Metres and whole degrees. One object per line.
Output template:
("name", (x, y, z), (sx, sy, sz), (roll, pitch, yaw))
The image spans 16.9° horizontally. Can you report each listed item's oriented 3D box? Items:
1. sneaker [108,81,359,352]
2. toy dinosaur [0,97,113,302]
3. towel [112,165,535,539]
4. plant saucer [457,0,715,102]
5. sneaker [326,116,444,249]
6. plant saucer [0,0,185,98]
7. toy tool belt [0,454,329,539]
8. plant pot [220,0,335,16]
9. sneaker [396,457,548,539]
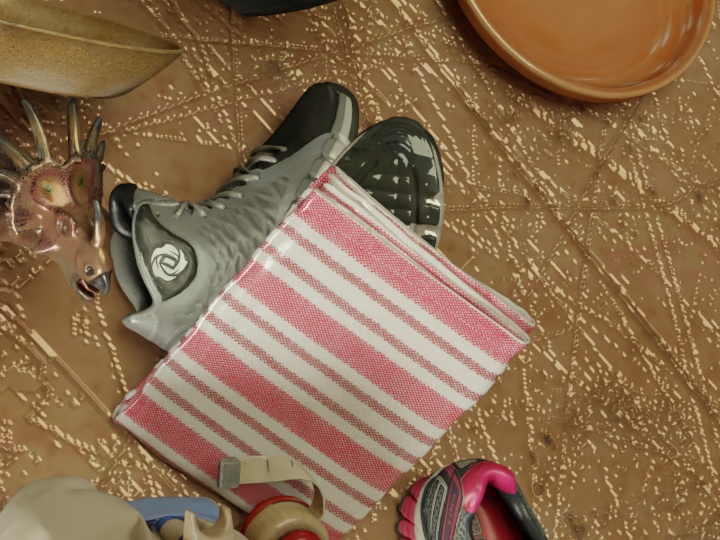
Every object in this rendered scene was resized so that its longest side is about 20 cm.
("sneaker", (-0.079, -0.041, 1.373), (0.115, 0.075, 0.200), (26, 63, -14))
("toy dinosaur", (-0.209, -0.063, 1.276), (0.200, 0.136, 0.086), (35, 60, -11))
("towel", (-0.021, 0.054, 1.316), (0.146, 0.200, 0.030), (37, 25, -11))
("plant saucer", (0.136, -0.198, 1.560), (0.200, 0.037, 0.200), (10, 67, -24))
("sneaker", (0.000, 0.000, 1.348), (0.074, 0.200, 0.085), (16, 26, 1))
("plant saucer", (-0.194, -0.125, 1.294), (0.200, 0.200, 0.035), (10, 99, -24))
("toy tool belt", (-0.090, 0.171, 1.253), (0.200, 0.123, 0.125), (-4, 113, -26))
("plant pot", (-0.056, -0.263, 1.402), (0.200, 0.177, 0.200), (35, 60, -13))
("sneaker", (0.087, 0.203, 1.369), (0.081, 0.075, 0.200), (-25, 85, -32))
